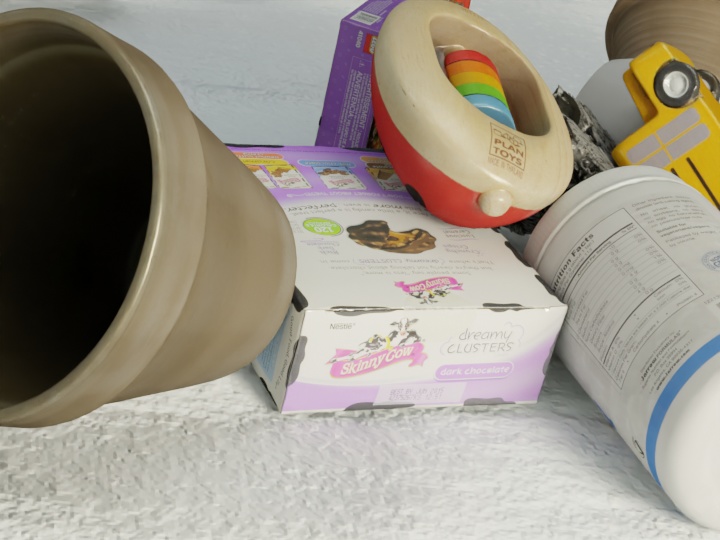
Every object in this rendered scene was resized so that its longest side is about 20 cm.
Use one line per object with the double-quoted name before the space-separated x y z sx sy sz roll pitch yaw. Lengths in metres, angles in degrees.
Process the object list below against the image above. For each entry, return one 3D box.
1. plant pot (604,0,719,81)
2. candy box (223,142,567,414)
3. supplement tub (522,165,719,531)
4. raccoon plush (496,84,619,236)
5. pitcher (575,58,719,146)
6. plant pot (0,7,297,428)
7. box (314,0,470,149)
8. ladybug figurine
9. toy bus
"plant pot" 0.269 -0.135 1.352 0.201 0.201 0.093 25 63 19
"candy box" 0.000 0.000 1.045 0.168 0.072 0.200 1 30 -26
"supplement tub" 0.188 0.041 0.999 0.132 0.132 0.200 2 30 -24
"raccoon plush" 0.124 -0.024 1.179 0.200 0.134 0.097 56 21 7
"pitcher" 0.252 -0.065 1.266 0.200 0.121 0.172 34 8 19
"plant pot" -0.128 -0.013 0.891 0.200 0.200 0.174 34 8 32
"box" 0.024 -0.133 1.233 0.039 0.137 0.200 20 28 13
"ladybug figurine" 0.061 -0.091 1.069 0.136 0.072 0.200 25 31 -21
"toy bus" 0.232 -0.050 1.145 0.200 0.078 0.065 58 22 13
